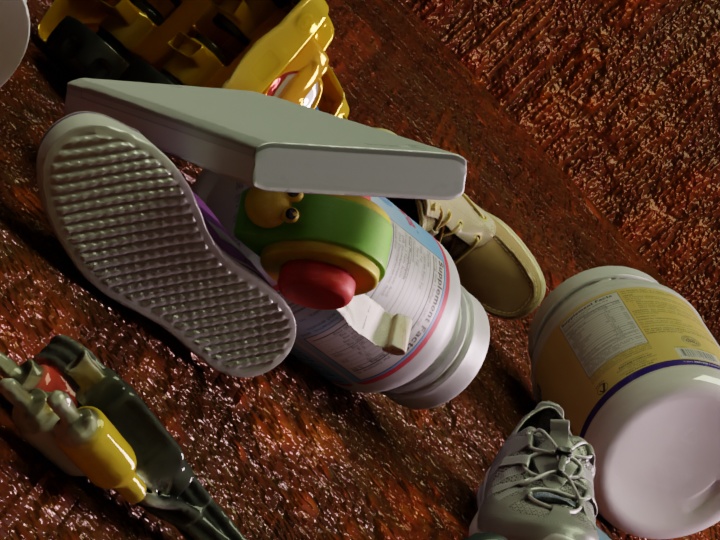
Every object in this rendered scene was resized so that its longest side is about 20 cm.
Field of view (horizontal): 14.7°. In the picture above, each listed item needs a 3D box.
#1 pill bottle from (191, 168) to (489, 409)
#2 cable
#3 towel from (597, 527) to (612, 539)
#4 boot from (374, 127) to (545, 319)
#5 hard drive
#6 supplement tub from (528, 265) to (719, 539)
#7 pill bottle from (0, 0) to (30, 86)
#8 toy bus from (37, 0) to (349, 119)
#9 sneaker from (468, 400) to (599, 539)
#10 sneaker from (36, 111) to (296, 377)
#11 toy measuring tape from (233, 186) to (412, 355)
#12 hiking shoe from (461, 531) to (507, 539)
[{"bbox_3d":[-0.010,0.006,1.661,0.200,0.109,0.109,38,14,-44],"label":"pill bottle"},{"bbox_3d":[-0.093,0.101,1.219,0.200,0.050,0.097,55,-12,-30],"label":"cable"},{"bbox_3d":[0.170,0.201,1.841,0.147,0.022,0.200,44,4,-17],"label":"towel"},{"bbox_3d":[0.058,-0.029,2.170,0.200,0.073,0.155,46,10,0],"label":"boot"},{"bbox_3d":[-0.054,-0.071,1.494,0.132,0.026,0.200,2,11,-35],"label":"hard drive"},{"bbox_3d":[0.213,0.096,2.128,0.145,0.145,0.200,42,11,-28],"label":"supplement tub"},{"bbox_3d":[-0.229,-0.165,1.399,0.112,0.112,0.200,39,13,-38],"label":"pill bottle"},{"bbox_3d":[-0.076,-0.112,1.729,0.200,0.136,0.192,32,-15,51],"label":"toy bus"},{"bbox_3d":[0.108,0.130,1.701,0.075,0.082,0.200,15,10,-9],"label":"sneaker"},{"bbox_3d":[-0.120,-0.029,1.477,0.201,0.073,0.114,52,1,-43],"label":"sneaker"},{"bbox_3d":[0.000,0.000,1.525,0.200,0.074,0.074,41,11,-52],"label":"toy measuring tape"},{"bbox_3d":[0.117,0.226,1.492,0.200,0.074,0.087,33,22,-18],"label":"hiking shoe"}]
